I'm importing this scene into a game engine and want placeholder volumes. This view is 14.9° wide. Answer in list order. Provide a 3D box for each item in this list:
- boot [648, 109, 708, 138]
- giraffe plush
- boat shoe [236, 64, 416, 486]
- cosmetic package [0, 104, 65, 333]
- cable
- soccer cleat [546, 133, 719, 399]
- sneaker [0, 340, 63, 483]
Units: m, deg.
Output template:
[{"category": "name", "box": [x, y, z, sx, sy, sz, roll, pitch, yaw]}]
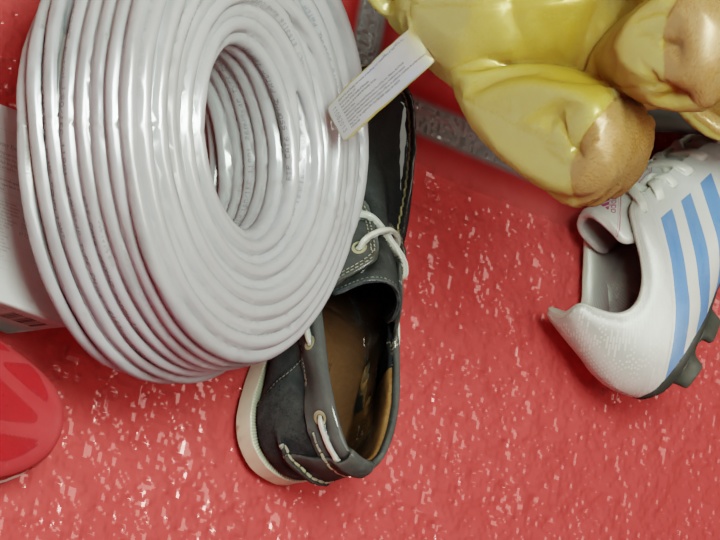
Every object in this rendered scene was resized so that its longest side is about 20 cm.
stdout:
[{"category": "boot", "box": [0.183, -0.122, 1.407, 0.200, 0.138, 0.078, -45, 131, -60]}, {"category": "giraffe plush", "box": [0.105, -0.111, 1.188, 0.162, 0.199, 0.173, -6, 78, -52]}, {"category": "boat shoe", "box": [0.000, 0.000, 1.260, 0.072, 0.067, 0.201, 22, 71, -34]}, {"category": "cosmetic package", "box": [-0.203, -0.041, 1.101, 0.199, 0.051, 0.083, 21, 72, -37]}, {"category": "cable", "box": [-0.067, -0.053, 1.158, 0.200, 0.069, 0.201, 27, 64, -59]}, {"category": "soccer cleat", "box": [0.159, -0.031, 1.394, 0.086, 0.070, 0.201, 37, 61, -21]}, {"category": "sneaker", "box": [-0.179, 0.040, 1.073, 0.199, 0.115, 0.079, 18, 75, -38]}]
